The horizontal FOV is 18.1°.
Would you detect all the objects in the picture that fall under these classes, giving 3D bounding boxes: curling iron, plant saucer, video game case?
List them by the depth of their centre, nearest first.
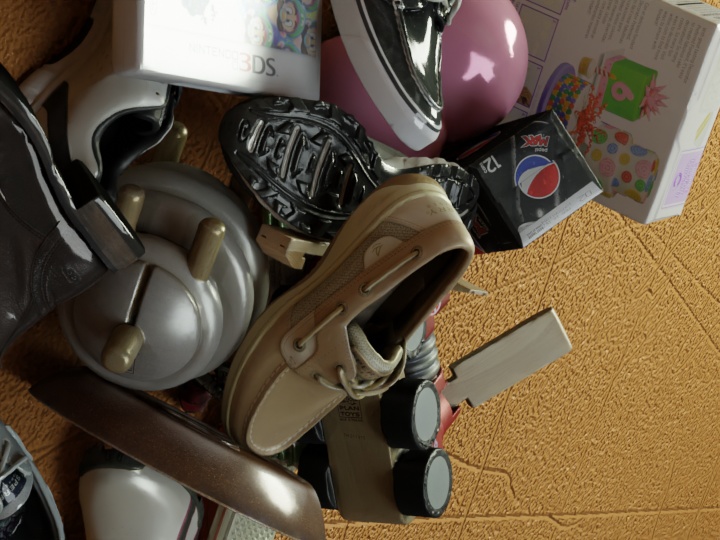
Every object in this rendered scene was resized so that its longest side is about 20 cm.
[{"bbox_3d":[-0.074,-0.199,1.246,0.182,0.024,0.201,3,88,-59],"label":"video game case"},{"bbox_3d":[-0.103,0.105,1.344,0.032,0.200,0.200,-63,152,-3],"label":"plant saucer"},{"bbox_3d":[-0.096,0.081,1.414,0.026,0.050,0.200,-54,-173,-14],"label":"curling iron"}]

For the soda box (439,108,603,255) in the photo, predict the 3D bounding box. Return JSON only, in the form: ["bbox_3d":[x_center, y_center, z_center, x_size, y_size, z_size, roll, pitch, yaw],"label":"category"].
[{"bbox_3d":[0.083,-0.053,1.475,0.071,0.063,0.200,-35,-174,-13],"label":"soda box"}]

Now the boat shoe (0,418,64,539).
[{"bbox_3d":[-0.215,0.113,1.298,0.070,0.071,0.201,-51,150,-22],"label":"boat shoe"}]

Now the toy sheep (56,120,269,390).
[{"bbox_3d":[-0.115,0.001,1.303,0.200,0.137,0.138,-57,161,-61],"label":"toy sheep"}]

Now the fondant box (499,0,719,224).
[{"bbox_3d":[0.148,-0.138,1.555,0.058,0.200,0.145,-11,123,-55],"label":"fondant box"}]

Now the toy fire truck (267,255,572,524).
[{"bbox_3d":[0.046,0.054,1.523,0.200,0.128,0.177,-45,130,-55],"label":"toy fire truck"}]

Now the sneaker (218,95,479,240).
[{"bbox_3d":[-0.017,-0.053,1.329,0.200,0.079,0.074,21,87,-49],"label":"sneaker"}]

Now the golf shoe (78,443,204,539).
[{"bbox_3d":[-0.140,0.194,1.450,0.088,0.077,0.200,-79,167,-45],"label":"golf shoe"}]

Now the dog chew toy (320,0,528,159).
[{"bbox_3d":[0.014,-0.108,1.450,0.200,0.124,0.125,-44,147,-17],"label":"dog chew toy"}]

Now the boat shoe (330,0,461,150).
[{"bbox_3d":[0.024,-0.168,1.333,0.068,0.200,0.074,-25,150,20],"label":"boat shoe"}]

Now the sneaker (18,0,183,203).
[{"bbox_3d":[-0.119,-0.115,1.259,0.200,0.080,0.074,-57,149,-15],"label":"sneaker"}]

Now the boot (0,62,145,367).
[{"bbox_3d":[-0.225,-0.017,1.158,0.174,0.069,0.200,-38,113,0],"label":"boot"}]

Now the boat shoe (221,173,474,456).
[{"bbox_3d":[-0.008,0.039,1.279,0.072,0.065,0.200,16,121,-45],"label":"boat shoe"}]

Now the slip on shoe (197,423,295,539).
[{"bbox_3d":[-0.076,0.121,1.556,0.074,0.061,0.201,37,68,-49],"label":"slip on shoe"}]

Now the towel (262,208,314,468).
[{"bbox_3d":[-0.019,0.021,1.545,0.149,0.031,0.201,-19,110,-54],"label":"towel"}]

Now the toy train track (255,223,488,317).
[{"bbox_3d":[0.000,0.000,1.356,0.200,0.114,0.033,10,105,-58],"label":"toy train track"}]
